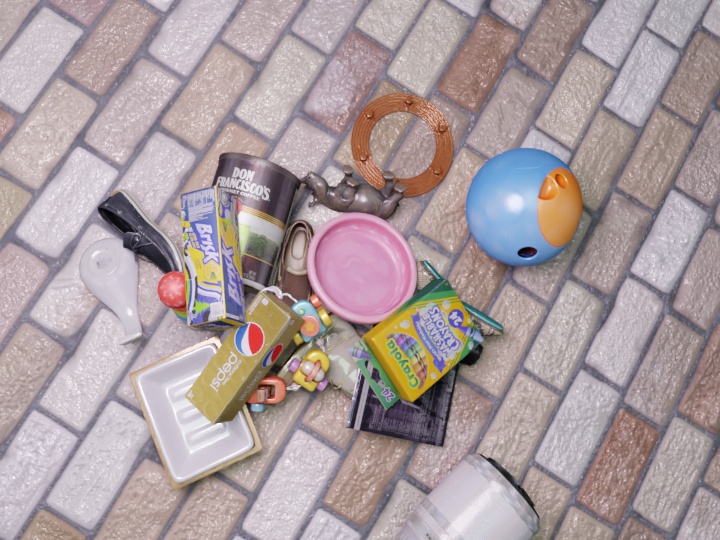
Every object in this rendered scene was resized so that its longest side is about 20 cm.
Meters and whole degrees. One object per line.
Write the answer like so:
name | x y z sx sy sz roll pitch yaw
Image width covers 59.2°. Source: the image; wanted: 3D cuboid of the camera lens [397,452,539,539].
camera lens | 0.178 0.415 1.032 0.200 0.160 0.160 -41 88 -10

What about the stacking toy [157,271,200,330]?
stacking toy | -0.276 0.041 1.010 0.084 0.200 0.087 0 77 0

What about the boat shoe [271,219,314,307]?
boat shoe | -0.117 0.010 1.099 0.073 0.075 0.206 2 82 -6

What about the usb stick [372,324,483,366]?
usb stick | 0.119 0.121 1.123 0.197 0.056 0.033 19 49 -3

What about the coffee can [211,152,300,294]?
coffee can | -0.196 -0.075 1.066 0.144 0.146 0.203 16 81 -4

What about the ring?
ring | 0.080 -0.237 1.186 0.197 0.019 0.204 1 82 -6

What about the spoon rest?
spoon rest | -0.415 0.036 1.079 0.098 0.061 0.202 -22 72 -10

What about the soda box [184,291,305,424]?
soda box | -0.176 0.134 0.969 0.067 0.064 0.201 37 94 18

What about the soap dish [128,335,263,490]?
soap dish | -0.269 0.232 1.047 0.155 0.081 0.202 -23 85 -9

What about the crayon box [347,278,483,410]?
crayon box | 0.093 0.122 1.044 0.199 0.051 0.127 -37 100 -18

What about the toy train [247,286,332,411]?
toy train | -0.118 0.132 1.010 0.148 0.056 0.203 8 94 -9

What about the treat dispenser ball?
treat dispenser ball | 0.282 -0.109 1.098 0.197 0.201 0.204 1 82 -6

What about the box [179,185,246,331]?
box | -0.219 -0.016 0.943 0.063 0.070 0.203 -11 75 15

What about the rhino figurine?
rhino figurine | -0.021 -0.137 1.130 0.197 0.088 0.060 8 48 -4

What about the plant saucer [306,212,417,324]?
plant saucer | 0.000 0.000 1.100 0.197 0.051 0.204 7 66 -16

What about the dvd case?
dvd case | 0.076 0.211 1.085 0.198 0.016 0.151 18 79 -29

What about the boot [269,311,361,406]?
boot | -0.055 0.188 1.085 0.154 0.072 0.200 43 79 -2

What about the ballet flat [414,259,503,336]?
ballet flat | 0.160 0.068 1.136 0.199 0.068 0.076 41 101 6

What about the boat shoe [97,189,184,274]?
boat shoe | -0.370 -0.052 1.075 0.200 0.075 0.062 48 51 7
